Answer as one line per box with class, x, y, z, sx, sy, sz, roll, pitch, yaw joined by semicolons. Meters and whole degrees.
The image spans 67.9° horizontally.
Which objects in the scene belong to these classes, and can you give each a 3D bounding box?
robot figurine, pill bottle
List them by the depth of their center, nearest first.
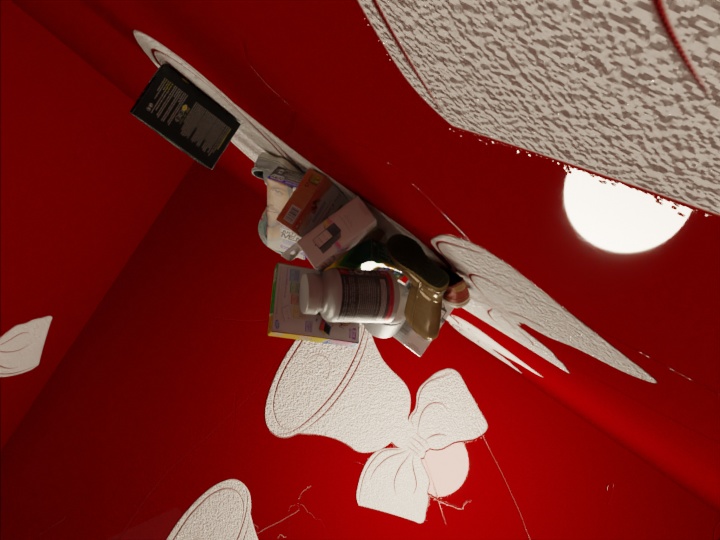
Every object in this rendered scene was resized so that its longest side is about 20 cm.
pill bottle;-0.025;0.053;1.121;0.196;0.113;0.110;3;-170;-22
robot figurine;0.066;0.097;1.347;0.201;0.166;0.115;109;142;-61

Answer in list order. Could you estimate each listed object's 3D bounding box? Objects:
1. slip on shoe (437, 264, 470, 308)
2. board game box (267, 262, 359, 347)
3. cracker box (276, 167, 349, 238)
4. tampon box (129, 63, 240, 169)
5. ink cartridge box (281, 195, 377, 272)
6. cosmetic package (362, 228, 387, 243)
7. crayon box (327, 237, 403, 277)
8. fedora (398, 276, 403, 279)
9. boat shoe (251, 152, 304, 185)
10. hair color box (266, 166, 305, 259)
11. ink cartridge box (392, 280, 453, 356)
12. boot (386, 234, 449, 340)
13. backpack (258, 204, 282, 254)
slip on shoe;0.168;0.010;1.185;0.200;0.073;0.062;40;151;50
board game box;-0.096;0.077;1.170;0.196;0.156;0.040;11;158;-18
cracker box;-0.085;-0.119;1.205;0.057;0.135;0.200;31;177;32
tampon box;-0.398;-0.345;1.213;0.199;0.127;0.149;35;178;-31
ink cartridge box;-0.061;-0.060;1.116;0.068;0.199;0.117;53;180;6
cosmetic package;-0.040;-0.100;1.353;0.198;0.104;0.087;33;175;10
crayon box;0.000;0.000;1.254;0.124;0.053;0.198;19;148;-40
fedora;0.037;0.000;1.620;0.197;0.083;0.202;20;-155;-10
boat shoe;-0.207;-0.236;1.318;0.070;0.072;0.200;37;174;-41
hair color box;-0.164;-0.133;1.271;0.107;0.065;0.203;18;131;11
ink cartridge box;0.160;0.109;1.461;0.084;0.202;0.145;38;176;-32
boot;0.114;0.042;1.166;0.175;0.065;0.202;48;156;28
backpack;-0.205;-0.142;1.606;0.177;0.202;0.150;36;177;-27
